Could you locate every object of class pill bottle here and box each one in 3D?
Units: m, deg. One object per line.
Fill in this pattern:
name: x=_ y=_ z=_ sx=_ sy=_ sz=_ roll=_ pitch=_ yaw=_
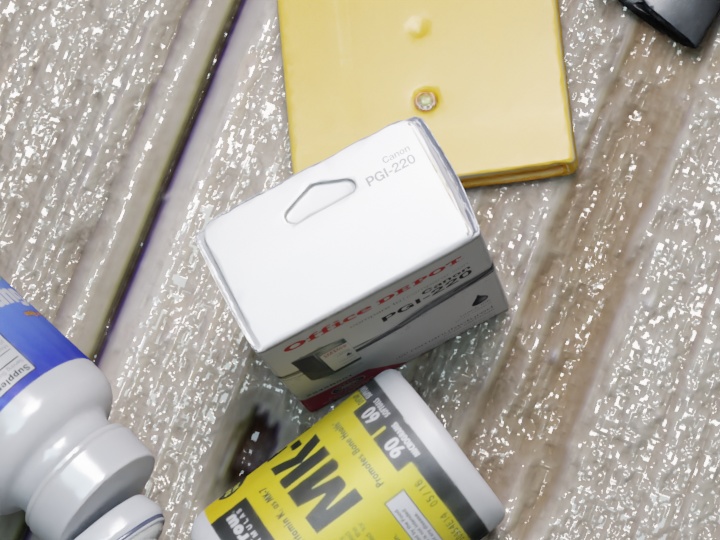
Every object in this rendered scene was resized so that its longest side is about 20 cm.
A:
pill bottle: x=-0.220 y=0.075 z=1.638 sx=0.200 sy=0.112 sz=0.112 roll=41 pitch=85 yaw=15
pill bottle: x=-0.026 y=0.159 z=1.585 sx=0.200 sy=0.114 sz=0.114 roll=-38 pitch=73 yaw=-2

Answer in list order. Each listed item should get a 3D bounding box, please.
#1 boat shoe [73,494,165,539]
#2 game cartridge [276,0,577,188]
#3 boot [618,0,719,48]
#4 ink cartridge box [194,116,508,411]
boat shoe: x=-0.174 y=0.225 z=1.614 sx=0.070 sy=0.071 sz=0.200 roll=41 pitch=87 yaw=16
game cartridge: x=0.038 y=-0.146 z=1.699 sx=0.176 sy=0.032 sz=0.200 roll=-7 pitch=72 yaw=7
boot: x=0.253 y=-0.218 z=1.662 sx=0.165 sy=0.066 sz=0.200 roll=37 pitch=81 yaw=24
ink cartridge box: x=0.000 y=0.000 z=1.576 sx=0.146 sy=0.200 sz=0.085 roll=-28 pitch=73 yaw=1
